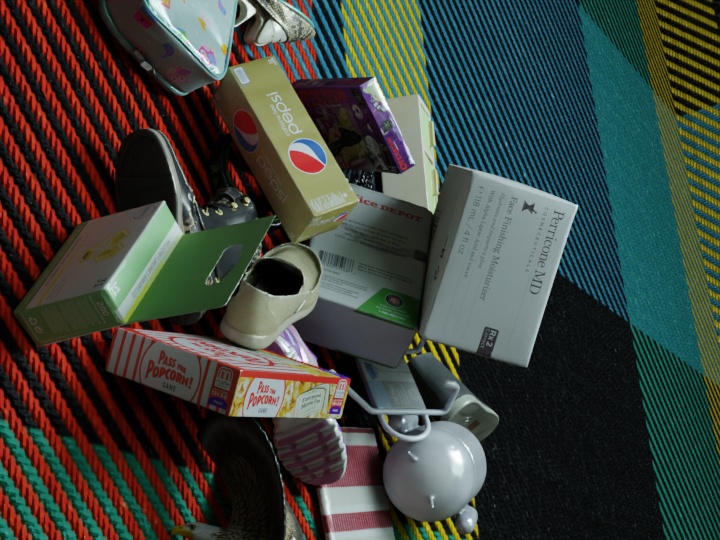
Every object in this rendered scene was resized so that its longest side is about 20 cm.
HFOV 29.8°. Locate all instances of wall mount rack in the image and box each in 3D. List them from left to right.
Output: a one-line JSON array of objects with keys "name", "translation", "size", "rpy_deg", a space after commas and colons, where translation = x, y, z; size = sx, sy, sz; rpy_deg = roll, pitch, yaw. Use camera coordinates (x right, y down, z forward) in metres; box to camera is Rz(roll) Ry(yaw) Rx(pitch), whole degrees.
[{"name": "wall mount rack", "translation": [0.018, 0.112, 1.627], "size": [0.173, 0.075, 0.200], "rpy_deg": [5, 36, -23]}]

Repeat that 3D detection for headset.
[{"name": "headset", "translation": [-0.085, -0.120, 1.567], "size": [0.200, 0.094, 0.124], "rpy_deg": [-25, 91, -49]}]

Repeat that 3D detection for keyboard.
[{"name": "keyboard", "translation": [0.007, -0.109, 1.809], "size": [0.104, 0.040, 0.200], "rpy_deg": [57, 30, -31]}]

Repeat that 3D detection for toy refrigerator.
[{"name": "toy refrigerator", "translation": [0.070, -0.136, 1.880], "size": [0.076, 0.070, 0.200], "rpy_deg": [43, 40, -68]}]

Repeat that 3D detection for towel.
[{"name": "towel", "translation": [-0.008, 0.283, 1.581], "size": [0.144, 0.023, 0.200], "rpy_deg": [14, 63, -59]}]

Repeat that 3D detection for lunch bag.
[{"name": "lunch bag", "translation": [-0.202, -0.294, 1.471], "size": [0.160, 0.077, 0.200], "rpy_deg": [48, 36, -43]}]

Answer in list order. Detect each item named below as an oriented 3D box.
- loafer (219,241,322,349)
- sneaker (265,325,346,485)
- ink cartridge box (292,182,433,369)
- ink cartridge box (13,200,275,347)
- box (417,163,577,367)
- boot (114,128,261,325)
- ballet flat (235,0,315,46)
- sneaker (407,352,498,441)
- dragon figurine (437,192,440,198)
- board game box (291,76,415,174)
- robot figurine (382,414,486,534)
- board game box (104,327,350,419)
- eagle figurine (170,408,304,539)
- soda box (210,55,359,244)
[{"name": "loafer", "translation": [-0.083, 0.015, 1.429], "size": [0.076, 0.068, 0.200], "rpy_deg": [27, 29, 3]}, {"name": "sneaker", "translation": [-0.066, 0.140, 1.495], "size": [0.200, 0.080, 0.088], "rpy_deg": [65, 20, -15]}, {"name": "ink cartridge box", "translation": [0.000, 0.000, 1.605], "size": [0.146, 0.083, 0.200], "rpy_deg": [18, 45, -6]}, {"name": "ink cartridge box", "translation": [-0.190, -0.007, 1.198], "size": [0.048, 0.200, 0.146], "rpy_deg": [62, 29, -26]}, {"name": "box", "translation": [0.148, -0.011, 1.596], "size": [0.200, 0.130, 0.199], "rpy_deg": [-123, -131, -82]}, {"name": "boot", "translation": [-0.173, -0.059, 1.399], "size": [0.151, 0.073, 0.200], "rpy_deg": [-35, 111, -61]}, {"name": "ballet flat", "translation": [-0.137, -0.320, 1.639], "size": [0.200, 0.068, 0.075], "rpy_deg": [40, 64, -40]}, {"name": "sneaker", "translation": [0.123, 0.176, 1.837], "size": [0.106, 0.075, 0.200], "rpy_deg": [50, -5, 26]}, {"name": "dragon figurine", "translation": [0.146, -0.099, 1.960], "size": [0.099, 0.200, 0.059], "rpy_deg": [-32, 83, -34]}, {"name": "board game box", "translation": [-0.015, -0.179, 1.661], "size": [0.032, 0.200, 0.120], "rpy_deg": [-30, 109, -22]}, {"name": "robot figurine", "translation": [0.092, 0.246, 1.663], "size": [0.170, 0.113, 0.200], "rpy_deg": [53, 9, 10]}, {"name": "board game box", "translation": [-0.125, 0.102, 1.316], "size": [0.200, 0.151, 0.046], "rpy_deg": [12, 94, -61]}, {"name": "eagle figurine", "translation": [-0.107, 0.244, 1.304], "size": [0.151, 0.152, 0.200], "rpy_deg": [30, 52, -27]}, {"name": "soda box", "translation": [-0.085, -0.134, 1.497], "size": [0.064, 0.068, 0.200], "rpy_deg": [-20, 74, -33]}]
